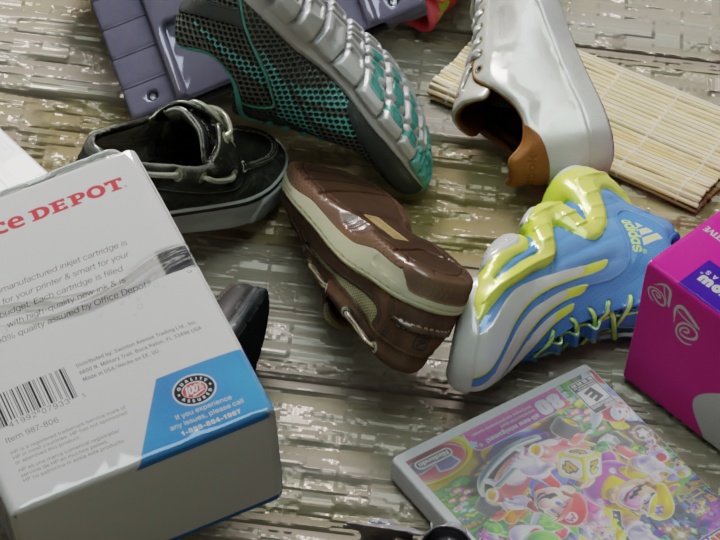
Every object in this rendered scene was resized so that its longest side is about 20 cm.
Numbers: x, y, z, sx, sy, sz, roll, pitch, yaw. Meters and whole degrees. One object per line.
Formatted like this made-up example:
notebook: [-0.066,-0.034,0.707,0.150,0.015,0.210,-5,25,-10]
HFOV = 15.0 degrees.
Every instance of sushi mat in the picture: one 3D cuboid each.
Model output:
sushi mat: [0.151,-0.104,1.761,0.199,0.012,0.096,24,47,18]

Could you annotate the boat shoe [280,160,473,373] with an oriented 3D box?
boat shoe: [-0.006,-0.001,1.599,0.074,0.075,0.202,13,16,-25]

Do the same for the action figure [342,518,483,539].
action figure: [0.029,0.201,1.407,0.130,0.070,0.200,7,40,11]

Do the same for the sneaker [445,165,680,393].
sneaker: [0.129,0.012,1.597,0.105,0.076,0.200,22,46,15]

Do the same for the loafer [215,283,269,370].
loafer: [-0.116,0.071,1.517,0.072,0.073,0.200,20,45,19]

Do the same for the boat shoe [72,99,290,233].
boat shoe: [-0.100,-0.064,1.620,0.071,0.064,0.200,35,28,21]

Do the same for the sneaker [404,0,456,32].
sneaker: [0.046,-0.202,1.818,0.199,0.078,0.091,-12,76,-28]

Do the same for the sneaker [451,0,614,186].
sneaker: [0.087,-0.139,1.725,0.084,0.073,0.200,-15,57,-12]

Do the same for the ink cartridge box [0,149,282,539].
ink cartridge box: [-0.146,0.050,1.440,0.144,0.084,0.200,-21,53,-12]

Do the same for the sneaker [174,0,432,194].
sneaker: [-0.035,-0.115,1.674,0.091,0.200,0.078,-33,22,24]

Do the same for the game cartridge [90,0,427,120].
game cartridge: [-0.072,-0.186,1.723,0.199,0.038,0.130,-21,81,3]

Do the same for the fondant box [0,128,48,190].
fondant box: [-0.251,0.010,1.573,0.200,0.058,0.144,-30,55,-30]

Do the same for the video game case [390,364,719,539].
video game case: [0.131,0.145,1.505,0.143,0.018,0.200,-24,52,-27]

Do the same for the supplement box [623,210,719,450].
supplement box: [0.260,0.011,1.595,0.200,0.104,0.101,-34,58,-31]
